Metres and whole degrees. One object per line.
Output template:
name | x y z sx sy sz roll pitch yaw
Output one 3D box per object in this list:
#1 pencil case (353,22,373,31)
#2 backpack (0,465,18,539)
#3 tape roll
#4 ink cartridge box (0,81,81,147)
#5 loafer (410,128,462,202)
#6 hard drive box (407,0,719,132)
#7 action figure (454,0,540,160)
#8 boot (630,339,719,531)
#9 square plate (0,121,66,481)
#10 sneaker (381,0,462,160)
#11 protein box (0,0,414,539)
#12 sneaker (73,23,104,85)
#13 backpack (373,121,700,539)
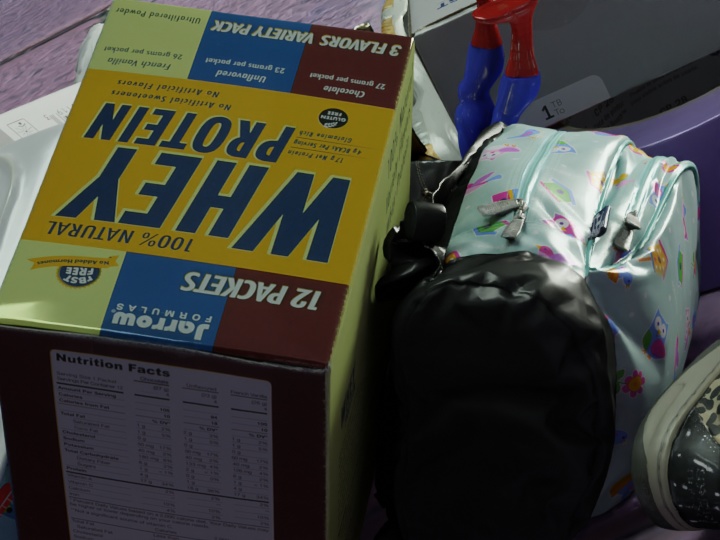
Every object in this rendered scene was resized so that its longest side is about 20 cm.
pencil case | -0.057 -0.061 1.506 0.200 0.090 0.078 -34 -11 9
backpack | -0.207 0.110 1.225 0.200 0.135 0.183 -30 14 46
tape roll | 0.175 -0.074 1.285 0.200 0.085 0.200 -24 22 11
ink cartridge box | -0.203 0.000 1.341 0.161 0.050 0.200 -30 -26 -50
loafer | 0.009 -0.057 1.362 0.073 0.072 0.200 -2 24 -31
hard drive box | 0.107 -0.155 1.328 0.156 0.077 0.200 -24 22 11
action figure | 0.040 -0.042 1.218 0.099 0.200 0.065 -22 39 -17
boot | 0.219 0.036 1.003 0.204 0.074 0.154 -45 29 -26
square plate | -0.208 0.030 1.127 0.198 0.028 0.200 -18 46 38
sneaker | 0.068 -0.103 1.459 0.087 0.076 0.200 -22 38 4
protein box | -0.060 0.029 1.080 0.135 0.200 0.199 8 46 7
sneaker | -0.105 -0.048 1.443 0.099 0.201 0.078 -13 13 1
backpack | 0.080 0.021 1.109 0.126 0.167 0.200 14 33 10
